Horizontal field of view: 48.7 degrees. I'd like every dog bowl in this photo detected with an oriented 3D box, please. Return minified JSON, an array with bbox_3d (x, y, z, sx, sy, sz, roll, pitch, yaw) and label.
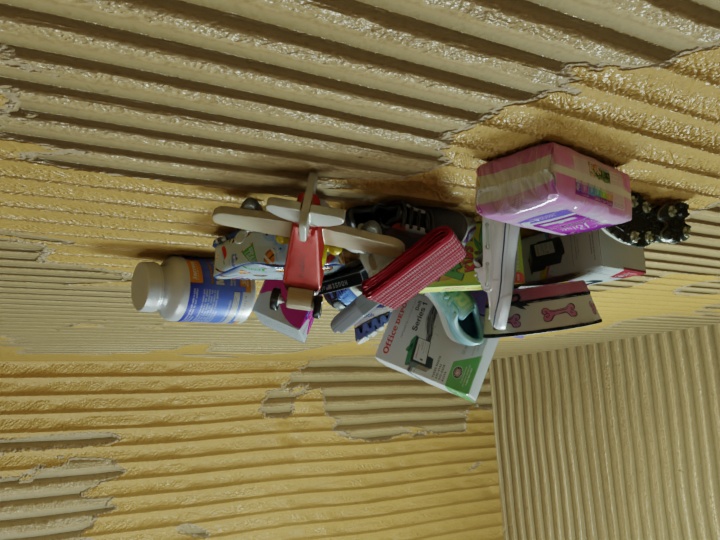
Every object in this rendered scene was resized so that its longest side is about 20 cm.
[{"bbox_3d":[0.297,0.063,1.329,0.196,0.075,0.200,-9,176,-1],"label":"dog bowl"}]

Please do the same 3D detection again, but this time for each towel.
[{"bbox_3d":[0.079,-0.001,1.104,0.144,0.023,0.200,-36,166,7],"label":"towel"}]

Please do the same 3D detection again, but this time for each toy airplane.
[{"bbox_3d":[-0.068,-0.052,1.047,0.197,0.143,0.200,-26,123,32],"label":"toy airplane"}]

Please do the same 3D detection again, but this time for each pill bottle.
[{"bbox_3d":[-0.292,0.033,1.390,0.197,0.115,0.111,5,166,-38],"label":"pill bottle"}]

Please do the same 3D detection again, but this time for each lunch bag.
[{"bbox_3d":[-0.134,-0.025,1.252,0.197,0.077,0.159,4,169,-37],"label":"lunch bag"}]

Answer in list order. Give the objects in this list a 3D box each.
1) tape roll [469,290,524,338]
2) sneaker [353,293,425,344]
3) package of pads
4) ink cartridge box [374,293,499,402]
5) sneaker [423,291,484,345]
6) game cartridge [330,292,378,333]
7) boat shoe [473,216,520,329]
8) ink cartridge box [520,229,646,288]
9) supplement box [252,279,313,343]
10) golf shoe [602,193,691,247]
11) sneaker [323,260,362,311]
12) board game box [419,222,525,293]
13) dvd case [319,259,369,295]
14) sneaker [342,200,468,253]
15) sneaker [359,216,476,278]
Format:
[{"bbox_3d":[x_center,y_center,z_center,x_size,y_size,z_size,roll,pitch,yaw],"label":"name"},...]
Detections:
[{"bbox_3d":[0.235,0.054,1.531,0.197,0.086,0.200,22,172,3],"label":"tape roll"},{"bbox_3d":[0.047,0.055,1.696,0.198,0.116,0.081,-33,171,-4],"label":"sneaker"},{"bbox_3d":[0.245,-0.097,1.004,0.119,0.077,0.198,-10,167,43],"label":"package of pads"},{"bbox_3d":[0.144,0.137,1.485,0.197,0.149,0.084,18,170,25],"label":"ink cartridge box"},{"bbox_3d":[0.161,0.042,1.357,0.074,0.202,0.081,-41,-156,-21],"label":"sneaker"},{"bbox_3d":[0.042,0.034,1.422,0.199,0.041,0.133,-36,180,-35],"label":"game cartridge"},{"bbox_3d":[0.205,-0.008,1.216,0.065,0.204,0.074,8,-158,13],"label":"boat shoe"},{"bbox_3d":[0.374,-0.021,1.398,0.144,0.085,0.198,6,165,-40],"label":"ink cartridge box"},{"bbox_3d":[-0.138,0.066,1.546,0.102,0.103,0.200,23,170,5],"label":"supplement box"},{"bbox_3d":[0.414,-0.069,1.208,0.197,0.079,0.087,5,173,-33],"label":"golf shoe"},{"bbox_3d":[-0.031,0.034,1.556,0.109,0.078,0.200,-16,173,13],"label":"sneaker"},{"bbox_3d":[0.160,-0.021,1.285,0.195,0.104,0.048,-2,169,-6],"label":"board game box"},{"bbox_3d":[0.000,0.000,1.343,0.148,0.025,0.199,-16,-174,37],"label":"dvd case"},{"bbox_3d":[0.064,-0.062,1.135,0.195,0.079,0.082,-4,160,-9],"label":"sneaker"},{"bbox_3d":[0.087,-0.052,1.219,0.197,0.101,0.075,-23,155,-19],"label":"sneaker"}]
